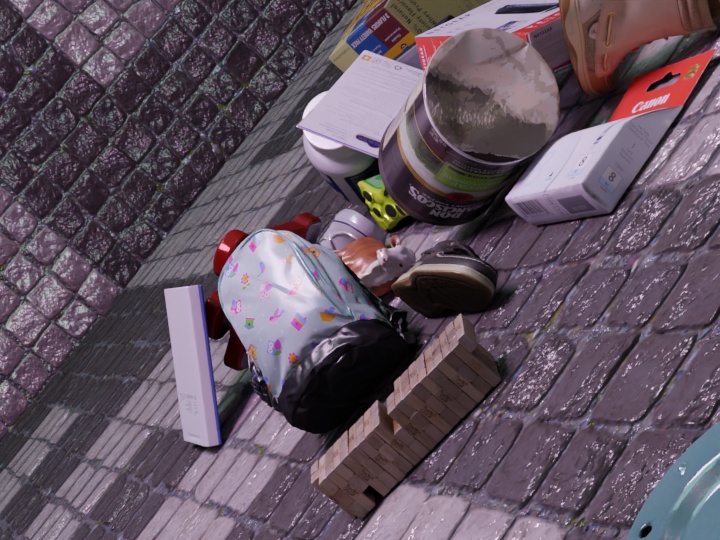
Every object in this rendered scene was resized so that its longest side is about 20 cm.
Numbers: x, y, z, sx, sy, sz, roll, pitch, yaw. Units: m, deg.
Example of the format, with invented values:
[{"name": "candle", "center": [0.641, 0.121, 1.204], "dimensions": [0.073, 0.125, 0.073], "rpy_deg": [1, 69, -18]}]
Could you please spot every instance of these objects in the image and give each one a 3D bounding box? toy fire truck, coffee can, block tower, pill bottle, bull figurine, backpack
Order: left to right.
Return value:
[{"name": "toy fire truck", "center": [-0.117, 0.029, 1.984], "dimensions": [0.168, 0.111, 0.202], "rpy_deg": [-20, -50, -63]}, {"name": "backpack", "center": [-0.057, 0.048, 1.577], "dimensions": [0.167, 0.126, 0.201], "rpy_deg": [-42, 56, 13]}, {"name": "pill bottle", "center": [-0.013, -0.168, 2.024], "dimensions": [0.111, 0.111, 0.200], "rpy_deg": [-49, -21, -2]}, {"name": "bull figurine", "center": [0.000, 0.000, 1.773], "dimensions": [0.120, 0.066, 0.200], "rpy_deg": [-16, 5, -4]}, {"name": "block tower", "center": [0.042, 0.134, 1.338], "dimensions": [0.200, 0.058, 0.054], "rpy_deg": [-48, 13, 13]}, {"name": "coffee can", "center": [0.111, -0.148, 1.595], "dimensions": [0.147, 0.146, 0.200], "rpy_deg": [-54, 0, -21]}]

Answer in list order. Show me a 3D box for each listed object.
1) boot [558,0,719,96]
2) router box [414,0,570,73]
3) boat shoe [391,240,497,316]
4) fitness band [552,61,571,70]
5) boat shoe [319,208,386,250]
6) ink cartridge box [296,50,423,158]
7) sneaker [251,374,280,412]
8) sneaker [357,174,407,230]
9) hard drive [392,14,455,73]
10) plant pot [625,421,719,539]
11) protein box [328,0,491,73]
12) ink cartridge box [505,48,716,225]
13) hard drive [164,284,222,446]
[{"name": "boot", "center": [0.289, -0.246, 1.527], "dimensions": [0.153, 0.200, 0.074], "rpy_deg": [-7, 65, 15]}, {"name": "router box", "center": [0.192, -0.272, 1.688], "dimensions": [0.199, 0.049, 0.178], "rpy_deg": [-30, 24, -35]}, {"name": "boat shoe", "center": [0.089, 0.001, 1.514], "dimensions": [0.066, 0.071, 0.201], "rpy_deg": [-57, 11, -15]}, {"name": "fitness band", "center": [0.227, -0.294, 1.836], "dimensions": [0.143, 0.038, 0.200], "rpy_deg": [-32, 27, -11]}, {"name": "boat shoe", "center": [-0.018, -0.025, 1.946], "dimensions": [0.067, 0.073, 0.200], "rpy_deg": [-56, 2, -11]}, {"name": "ink cartridge box", "center": [0.046, -0.183, 1.865], "dimensions": [0.200, 0.196, 0.044], "rpy_deg": [-52, -22, -45]}, {"name": "sneaker", "center": [-0.053, 0.088, 1.722], "dimensions": [0.199, 0.077, 0.085], "rpy_deg": [-31, 18, 50]}, {"name": "sneaker", "center": [0.057, -0.102, 1.930], "dimensions": [0.083, 0.075, 0.200], "rpy_deg": [-30, 8, -19]}, {"name": "hard drive", "center": [0.103, -0.235, 1.961], "dimensions": [0.199, 0.139, 0.033], "rpy_deg": [-32, 20, 51]}, {"name": "plant pot", "center": [0.198, 0.143, 0.597], "dimensions": [0.201, 0.161, 0.201], "rpy_deg": [-45, 13, 14]}, {"name": "protein box", "center": [0.098, -0.317, 2.077], "dimensions": [0.135, 0.198, 0.201], "rpy_deg": [-34, 20, 45]}, {"name": "ink cartridge box", "center": [0.241, -0.138, 1.462], "dimensions": [0.201, 0.047, 0.160], "rpy_deg": [-55, 14, -15]}, {"name": "hard drive", "center": [-0.217, 0.122, 1.948], "dimensions": [0.025, 0.203, 0.132], "rpy_deg": [-7, 0, -20]}]
